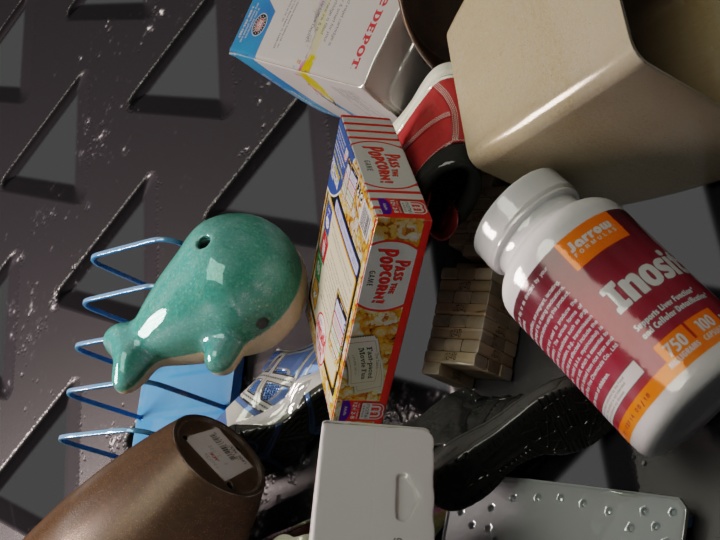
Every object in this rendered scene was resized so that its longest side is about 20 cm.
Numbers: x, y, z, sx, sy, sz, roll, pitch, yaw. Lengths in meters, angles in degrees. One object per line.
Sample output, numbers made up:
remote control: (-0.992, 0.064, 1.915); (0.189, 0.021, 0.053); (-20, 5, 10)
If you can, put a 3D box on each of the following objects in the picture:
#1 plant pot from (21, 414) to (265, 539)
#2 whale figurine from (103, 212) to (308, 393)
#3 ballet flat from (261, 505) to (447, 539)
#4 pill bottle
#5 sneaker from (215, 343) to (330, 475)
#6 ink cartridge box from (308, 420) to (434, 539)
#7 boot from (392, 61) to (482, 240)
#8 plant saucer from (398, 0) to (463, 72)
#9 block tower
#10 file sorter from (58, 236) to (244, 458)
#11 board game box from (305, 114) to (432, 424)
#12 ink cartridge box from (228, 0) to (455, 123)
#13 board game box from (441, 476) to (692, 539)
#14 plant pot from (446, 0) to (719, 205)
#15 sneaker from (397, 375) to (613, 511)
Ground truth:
plant pot: (-0.173, 0.226, 1.013); (0.201, 0.186, 0.187); (-52, 46, 19)
whale figurine: (-0.146, 0.025, 1.041); (0.199, 0.104, 0.160); (-28, 44, 3)
ballet flat: (-0.019, 0.223, 0.974); (0.199, 0.071, 0.070); (-29, 60, 28)
pill bottle: (0.174, 0.023, 0.836); (0.113, 0.113, 0.200); (-49, 63, 13)
sneaker: (-0.073, 0.124, 1.074); (0.199, 0.076, 0.077); (-30, 46, 15)
ink cartridge box: (0.002, 0.229, 0.842); (0.145, 0.083, 0.202); (-88, 3, -55)
boot: (0.045, -0.057, 0.988); (0.201, 0.072, 0.145); (122, 160, -47)
plant saucer: (0.102, -0.256, 0.997); (0.034, 0.199, 0.202); (22, 86, 51)
block tower: (0.105, -0.004, 0.980); (0.057, 0.054, 0.202); (1, 72, 42)
file sorter: (-0.204, 0.085, 1.166); (0.138, 0.122, 0.202); (-12, 64, 38)
board game box: (0.000, 0.000, 0.954); (0.152, 0.046, 0.202); (-107, 24, -52)
ink cartridge box: (0.012, -0.219, 1.096); (0.199, 0.144, 0.148); (25, 88, 45)
board game box: (0.136, 0.256, 0.855); (0.199, 0.026, 0.202); (-1, 71, 41)
plant pot: (0.178, -0.157, 0.900); (0.177, 0.199, 0.202); (-33, 52, 38)
sneaker: (0.100, 0.119, 0.916); (0.199, 0.060, 0.104); (-30, 22, 1)
